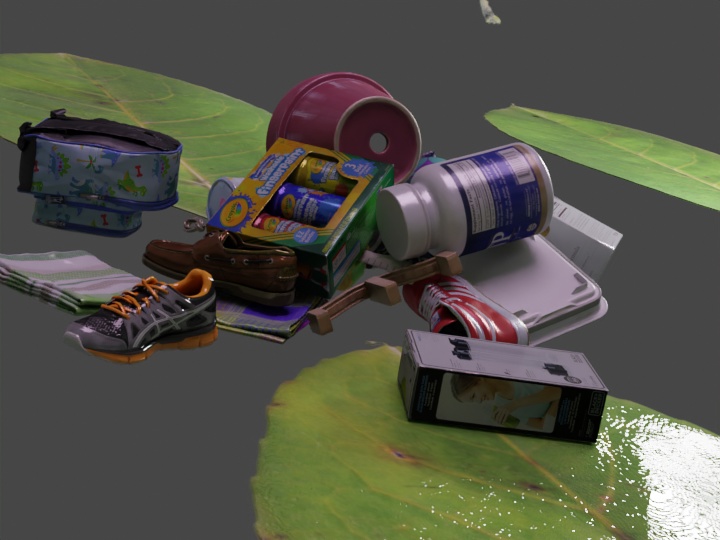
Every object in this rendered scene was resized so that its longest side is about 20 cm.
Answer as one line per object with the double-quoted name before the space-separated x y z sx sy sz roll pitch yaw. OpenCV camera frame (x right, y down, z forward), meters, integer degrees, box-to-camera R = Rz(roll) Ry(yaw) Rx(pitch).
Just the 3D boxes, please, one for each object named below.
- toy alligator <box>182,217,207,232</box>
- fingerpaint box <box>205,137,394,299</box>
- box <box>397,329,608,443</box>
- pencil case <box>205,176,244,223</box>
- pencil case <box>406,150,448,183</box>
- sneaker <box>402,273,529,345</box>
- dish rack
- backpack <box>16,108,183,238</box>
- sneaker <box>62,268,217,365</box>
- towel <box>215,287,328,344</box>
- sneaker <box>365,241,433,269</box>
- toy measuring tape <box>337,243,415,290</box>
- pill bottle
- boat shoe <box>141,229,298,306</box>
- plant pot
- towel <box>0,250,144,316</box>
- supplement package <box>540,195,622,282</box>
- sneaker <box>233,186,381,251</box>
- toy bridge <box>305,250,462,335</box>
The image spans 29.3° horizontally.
"toy alligator" -0.149 -0.033 1.821 0.199 0.059 0.054 12 -31 35
"fingerpaint box" -0.071 -0.070 1.711 0.166 0.074 0.200 15 43 21
"box" 0.143 0.118 1.426 0.199 0.061 0.117 8 15 -8
"pencil case" -0.122 -0.093 1.980 0.199 0.084 0.090 -2 -5 -39
"pencil case" 0.099 -0.096 1.864 0.092 0.085 0.200 -22 16 10
"sneaker" 0.093 0.051 1.621 0.112 0.072 0.200 0 20 -43
"dish rack" 0.194 0.011 1.714 0.171 0.044 0.200 -20 41 -22
"backpack" -0.340 -0.125 1.834 0.199 0.148 0.183 7 14 2
"sneaker" -0.226 0.046 1.426 0.078 0.078 0.199 21 20 32
"towel" -0.125 0.037 1.622 0.143 0.023 0.200 13 15 10
"sneaker" 0.034 -0.036 1.921 0.199 0.079 0.089 15 4 -6
"toy measuring tape" 0.000 0.000 1.738 0.199 0.074 0.073 18 17 36
"pill bottle" 0.126 -0.080 1.693 0.199 0.120 0.120 -15 24 -21
"boat shoe" -0.163 -0.017 1.622 0.199 0.068 0.072 13 18 16
"plant pot" -0.010 -0.172 1.877 0.199 0.202 0.179 4 4 -22
"towel" -0.312 0.010 1.552 0.149 0.031 0.199 -7 17 -44
"supplement package" 0.238 -0.041 1.871 0.199 0.114 0.110 29 19 9
"sneaker" -0.073 -0.066 1.830 0.199 0.075 0.106 4 -25 27
"toy bridge" 0.026 0.023 1.618 0.199 0.027 0.067 -24 14 -20
